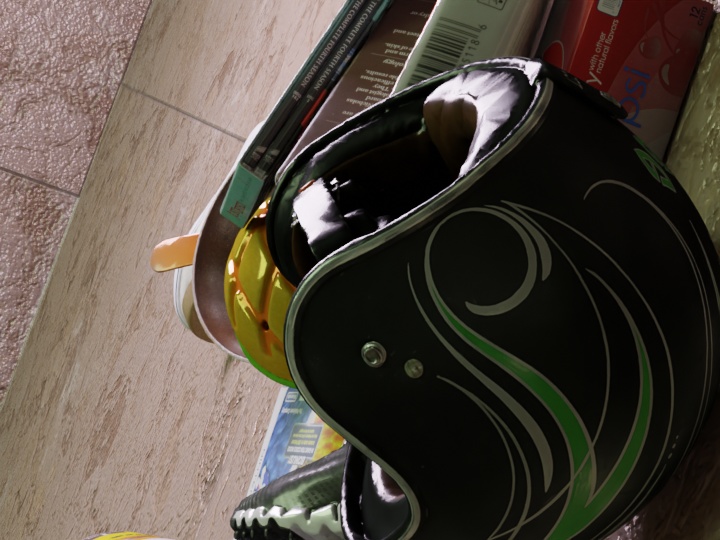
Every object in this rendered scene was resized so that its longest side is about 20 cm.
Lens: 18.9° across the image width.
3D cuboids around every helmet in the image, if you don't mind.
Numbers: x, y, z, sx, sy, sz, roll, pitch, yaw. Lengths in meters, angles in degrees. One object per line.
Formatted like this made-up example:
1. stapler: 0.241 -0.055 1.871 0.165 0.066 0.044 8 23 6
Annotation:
1. helmet: 0.057 0.029 0.911 0.200 0.191 0.200 -28 22 12

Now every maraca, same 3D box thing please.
1. maraca: 0.000 0.000 1.287 0.200 0.107 0.137 -13 74 35

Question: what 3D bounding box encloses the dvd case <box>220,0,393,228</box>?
1. dvd case: -0.015 -0.121 1.245 0.200 0.022 0.146 -56 1 -11

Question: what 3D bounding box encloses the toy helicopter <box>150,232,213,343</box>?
1. toy helicopter: -0.058 -0.022 1.534 0.200 0.132 0.079 -49 42 27

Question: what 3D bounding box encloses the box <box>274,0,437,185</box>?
1. box: 0.031 -0.072 1.190 0.200 0.075 0.100 -57 -29 -37

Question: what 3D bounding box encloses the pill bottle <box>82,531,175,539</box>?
1. pill bottle: -0.137 0.220 1.357 0.200 0.109 0.109 166 123 -72

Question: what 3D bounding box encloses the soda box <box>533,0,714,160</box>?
1. soda box: 0.107 -0.049 1.082 0.070 0.063 0.200 -173 104 -75

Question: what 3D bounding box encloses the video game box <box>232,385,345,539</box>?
1. video game box: -0.035 0.162 1.358 0.200 0.047 0.183 166 120 -73

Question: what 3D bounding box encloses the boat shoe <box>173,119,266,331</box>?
1. boat shoe: -0.098 -0.032 1.814 0.200 0.071 0.070 -60 13 10

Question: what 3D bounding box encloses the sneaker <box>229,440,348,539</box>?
1. sneaker: 0.004 0.118 1.204 0.200 0.066 0.091 -19 41 51

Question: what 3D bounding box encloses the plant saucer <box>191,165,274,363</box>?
1. plant saucer: -0.023 -0.022 1.423 0.200 0.034 0.201 -21 51 27

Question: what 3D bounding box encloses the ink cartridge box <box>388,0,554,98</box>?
1. ink cartridge box: 0.053 -0.076 1.120 0.200 0.050 0.162 99 -166 -59
